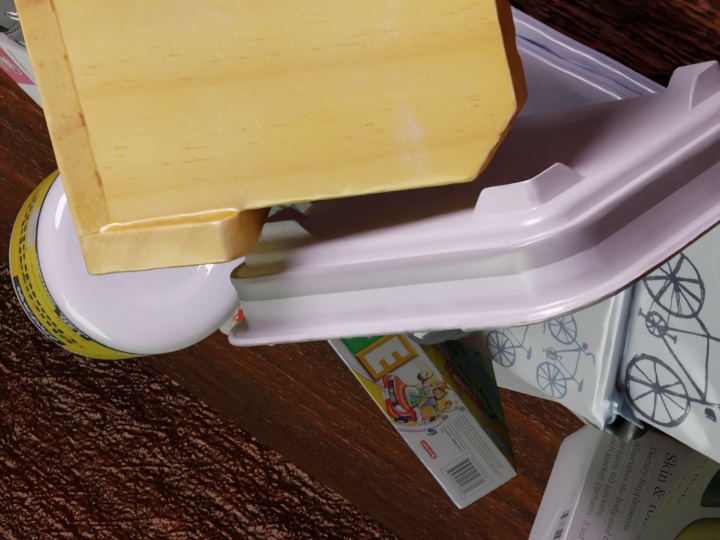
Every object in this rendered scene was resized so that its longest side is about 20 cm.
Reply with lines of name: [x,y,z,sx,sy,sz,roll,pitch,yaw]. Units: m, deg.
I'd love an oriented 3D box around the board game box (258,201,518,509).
board game box: [0.000,0.000,1.108,0.200,0.034,0.135,53,-167,-24]

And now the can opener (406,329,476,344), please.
can opener: [-0.008,-0.058,1.028,0.053,0.067,0.201,-7,-105,-68]

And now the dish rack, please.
dish rack: [0.053,-0.028,0.881,0.200,0.171,0.044,-8,109,48]

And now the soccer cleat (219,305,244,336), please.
soccer cleat: [-0.026,-0.032,1.224,0.085,0.069,0.200,38,135,-15]

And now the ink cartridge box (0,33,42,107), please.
ink cartridge box: [-0.108,-0.105,1.314,0.200,0.085,0.146,25,166,37]

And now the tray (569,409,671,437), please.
tray: [0.156,0.082,1.473,0.200,0.022,0.107,41,169,-27]

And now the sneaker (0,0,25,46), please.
sneaker: [-0.144,-0.143,1.210,0.200,0.075,0.116,42,150,20]

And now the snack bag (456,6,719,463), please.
snack bag: [0.113,-0.002,0.997,0.200,0.021,0.189,30,139,27]

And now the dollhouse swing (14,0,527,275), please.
dollhouse swing: [-0.035,-0.122,0.873,0.182,0.175,0.201,-74,-29,-73]

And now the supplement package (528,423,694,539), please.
supplement package: [0.197,0.192,1.359,0.199,0.152,0.151,20,169,-1]

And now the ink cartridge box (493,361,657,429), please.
ink cartridge box: [0.055,0.028,1.324,0.200,0.057,0.162,18,173,43]

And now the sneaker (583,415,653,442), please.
sneaker: [0.113,0.009,1.081,0.074,0.085,0.200,25,159,46]

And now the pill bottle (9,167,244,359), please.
pill bottle: [-0.127,-0.009,1.258,0.112,0.112,0.200,37,168,-10]

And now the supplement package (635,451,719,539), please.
supplement package: [0.231,0.152,1.136,0.150,0.152,0.200,37,170,-4]
